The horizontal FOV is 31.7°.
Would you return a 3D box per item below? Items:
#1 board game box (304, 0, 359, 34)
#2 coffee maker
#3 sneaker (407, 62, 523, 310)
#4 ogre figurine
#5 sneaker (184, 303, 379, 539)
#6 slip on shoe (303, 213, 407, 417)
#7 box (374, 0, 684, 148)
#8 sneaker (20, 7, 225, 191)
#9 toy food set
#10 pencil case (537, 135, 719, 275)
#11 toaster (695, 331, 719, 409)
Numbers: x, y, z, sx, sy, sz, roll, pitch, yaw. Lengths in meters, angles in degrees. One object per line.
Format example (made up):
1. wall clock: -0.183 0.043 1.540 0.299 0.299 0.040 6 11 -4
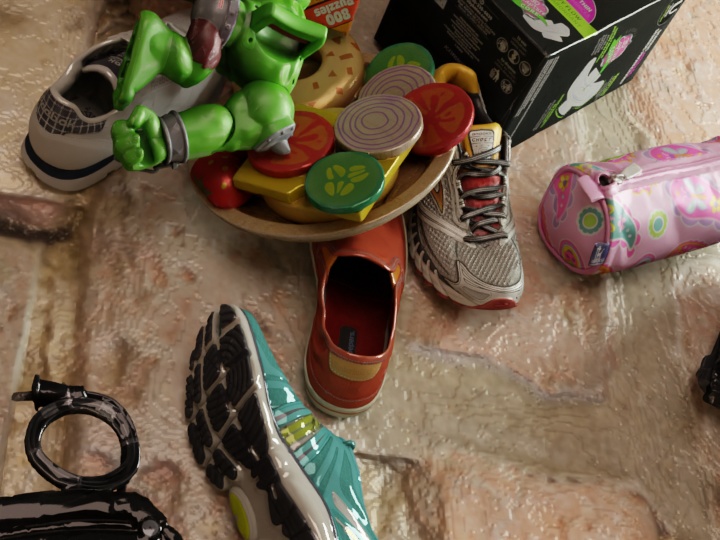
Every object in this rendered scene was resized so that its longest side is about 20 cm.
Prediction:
1. board game box: -0.059 -0.330 0.933 0.198 0.201 0.200 20 28 -7
2. coffee maker: -0.137 0.189 0.581 0.133 0.200 0.194 21 54 -8
3. sneaker: 0.072 -0.062 0.910 0.077 0.082 0.202 -3 59 -23
4. ogre figurine: -0.090 -0.152 0.820 0.119 0.098 0.202 14 53 -20
5. sneaker: -0.045 0.113 0.765 0.079 0.077 0.202 -5 62 -46
6. slip on shoe: 0.000 0.000 0.854 0.073 0.061 0.202 13 52 -9
7. box: 0.140 -0.210 1.012 0.199 0.125 0.149 -29 70 -35
8. sneaker: -0.150 -0.135 0.880 0.076 0.081 0.200 34 50 7
9. toy food set: -0.024 -0.097 0.876 0.196 0.049 0.201 15 51 23
10. pencil case: 0.232 -0.055 0.965 0.198 0.088 0.088 -12 61 -28
11. toaster: 0.332 0.052 0.910 0.128 0.114 0.201 33 50 1
